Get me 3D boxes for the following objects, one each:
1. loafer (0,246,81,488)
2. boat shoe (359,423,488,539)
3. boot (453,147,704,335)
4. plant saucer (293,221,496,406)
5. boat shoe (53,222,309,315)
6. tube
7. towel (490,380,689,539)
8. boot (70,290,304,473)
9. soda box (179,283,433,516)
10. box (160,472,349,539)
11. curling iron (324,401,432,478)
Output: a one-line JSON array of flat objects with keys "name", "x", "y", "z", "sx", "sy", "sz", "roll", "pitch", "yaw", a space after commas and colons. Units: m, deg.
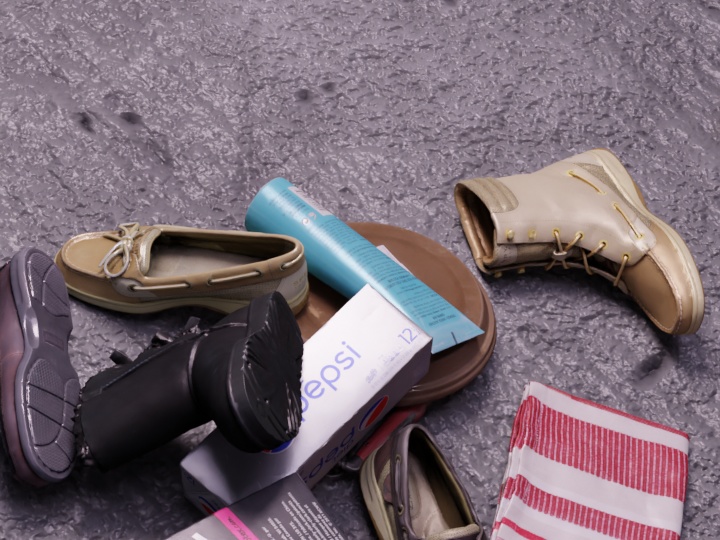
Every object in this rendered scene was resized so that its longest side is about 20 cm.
[{"name": "loafer", "x": -0.245, "y": 0.077, "z": 1.515, "sx": 0.072, "sy": 0.063, "sz": 0.201, "roll": 39, "pitch": 32, "yaw": -44}, {"name": "boat shoe", "x": 0.059, "y": 0.202, "z": 1.484, "sx": 0.073, "sy": 0.065, "sz": 0.201, "roll": -13, "pitch": 61, "yaw": -31}, {"name": "boot", "x": 0.178, "y": -0.014, "z": 1.712, "sx": 0.155, "sy": 0.073, "sz": 0.200, "roll": -11, "pitch": 53, "yaw": -26}, {"name": "plant saucer", "x": 0.011, "y": 0.027, "z": 1.634, "sx": 0.199, "sy": 0.030, "sz": 0.201, "roll": 6, "pitch": 41, "yaw": -5}, {"name": "boat shoe", "x": -0.138, "y": -0.008, "z": 1.590, "sx": 0.199, "sy": 0.063, "sz": 0.073, "roll": 9, "pitch": 47, "yaw": 11}, {"name": "tube", "x": 0.000, "y": 0.000, "z": 1.605, "sx": 0.200, "sy": 0.051, "sz": 0.077, "roll": 35, "pitch": 32, "yaw": 23}, {"name": "towel", "x": 0.176, "y": 0.179, "z": 1.579, "sx": 0.143, "sy": 0.023, "sz": 0.201, "roll": 19, "pitch": 47, "yaw": -2}, {"name": "boot", "x": -0.124, "y": 0.093, "z": 1.440, "sx": 0.162, "sy": 0.074, "sz": 0.198, "roll": -25, "pitch": 19, "yaw": 12}, {"name": "soda box", "x": -0.038, "y": 0.105, "z": 1.506, "sx": 0.068, "sy": 0.064, "sz": 0.200, "roll": 39, "pitch": 68, "yaw": 17}, {"name": "box", "x": -0.101, "y": 0.239, "z": 1.366, "sx": 0.199, "sy": 0.123, "sz": 0.106, "roll": -24, "pitch": 61, "yaw": -32}, {"name": "curling iron", "x": 0.032, "y": 0.096, "z": 1.600, "sx": 0.050, "sy": 0.026, "sz": 0.200, "roll": 42, "pitch": 50, "yaw": 15}]
